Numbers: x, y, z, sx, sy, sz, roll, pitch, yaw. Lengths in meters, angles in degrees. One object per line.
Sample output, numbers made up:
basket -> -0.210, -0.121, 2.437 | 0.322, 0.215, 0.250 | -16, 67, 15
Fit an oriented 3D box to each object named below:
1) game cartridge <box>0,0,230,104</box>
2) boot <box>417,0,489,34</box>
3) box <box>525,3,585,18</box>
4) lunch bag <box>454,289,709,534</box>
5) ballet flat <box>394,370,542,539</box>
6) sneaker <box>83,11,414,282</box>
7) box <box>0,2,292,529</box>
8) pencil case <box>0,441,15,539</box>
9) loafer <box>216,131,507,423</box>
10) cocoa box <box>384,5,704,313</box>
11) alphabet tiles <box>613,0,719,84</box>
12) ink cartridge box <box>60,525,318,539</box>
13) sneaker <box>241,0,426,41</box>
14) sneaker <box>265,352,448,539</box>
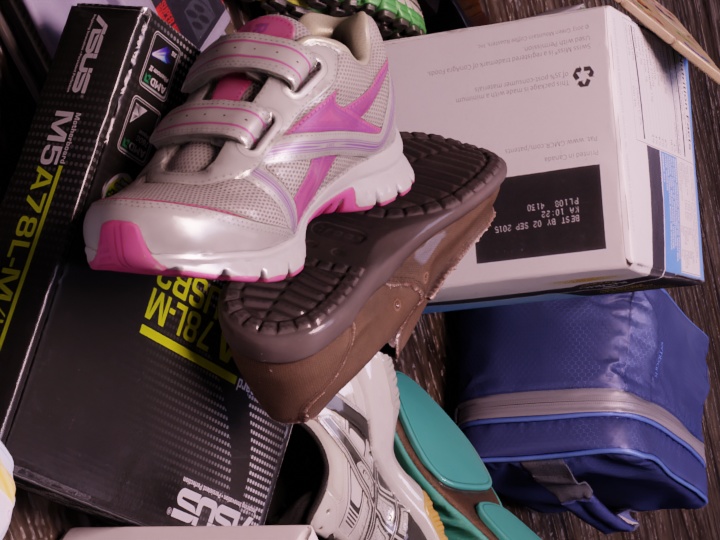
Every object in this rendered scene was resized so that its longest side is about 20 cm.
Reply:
game cartridge -> -0.117, -0.132, 0.825 | 0.130, 0.038, 0.201 | -60, 137, -42
boot -> 0.054, -0.199, 1.152 | 0.188, 0.068, 0.201 | 40, 44, -37
box -> 0.136, -0.079, 1.304 | 0.144, 0.036, 0.201 | -27, 110, -61
lunch bag -> 0.143, 0.094, 1.177 | 0.200, 0.135, 0.133 | 35, 55, -58
ballet flat -> 0.049, 0.141, 1.017 | 0.067, 0.071, 0.200 | 18, 25, -50
sneaker -> -0.047, -0.053, 0.743 | 0.200, 0.081, 0.089 | -39, 128, -58
box -> -0.084, 0.014, 0.807 | 0.200, 0.047, 0.194 | 38, 63, -56
pencil case -> -0.185, 0.018, 0.607 | 0.091, 0.083, 0.201 | -37, 121, -34
loafer -> 0.000, 0.000, 0.847 | 0.200, 0.073, 0.071 | -40, 142, -44
cocoa box -> 0.066, -0.050, 0.981 | 0.131, 0.199, 0.134 | 8, 77, -62
alphabet tiles -> 0.103, -0.178, 0.989 | 0.200, 0.008, 0.167 | 36, 15, -11
ink cartridge box -> -0.067, 0.199, 0.756 | 0.125, 0.128, 0.201 | -61, 138, -48
sneaker -> -0.024, -0.170, 0.962 | 0.200, 0.078, 0.086 | 34, 55, -56
sneaker -> -0.016, 0.120, 0.953 | 0.088, 0.075, 0.201 | -38, 119, -38
